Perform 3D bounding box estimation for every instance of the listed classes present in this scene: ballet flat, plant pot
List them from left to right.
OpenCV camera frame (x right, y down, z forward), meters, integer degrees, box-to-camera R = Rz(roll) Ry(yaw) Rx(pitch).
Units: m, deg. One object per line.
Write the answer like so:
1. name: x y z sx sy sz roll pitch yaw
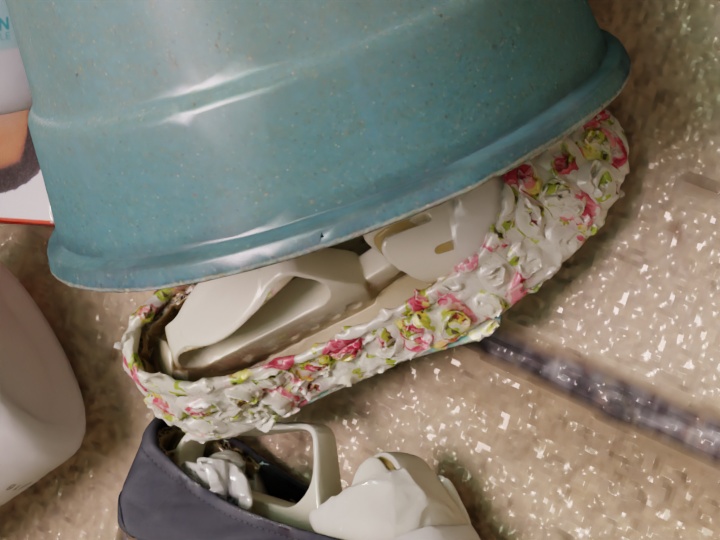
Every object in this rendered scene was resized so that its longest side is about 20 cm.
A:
1. plant pot: -0.038 -0.125 0.728 0.200 0.200 0.197 -6 111 38
2. ballet flat: -0.011 0.092 0.827 0.199 0.073 0.073 15 97 40
3. ballet flat: 0.000 0.000 0.797 0.200 0.064 0.076 -33 60 18

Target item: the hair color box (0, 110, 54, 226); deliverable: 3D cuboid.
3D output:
1. hair color box: -0.174 -0.071 0.966 0.199 0.061 0.102 3 89 37

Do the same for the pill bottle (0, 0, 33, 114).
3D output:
1. pill bottle: -0.155 -0.159 0.819 0.110 0.111 0.201 8 109 38

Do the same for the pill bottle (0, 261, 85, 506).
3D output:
1. pill bottle: -0.220 0.079 0.928 0.200 0.114 0.115 -35 66 12
